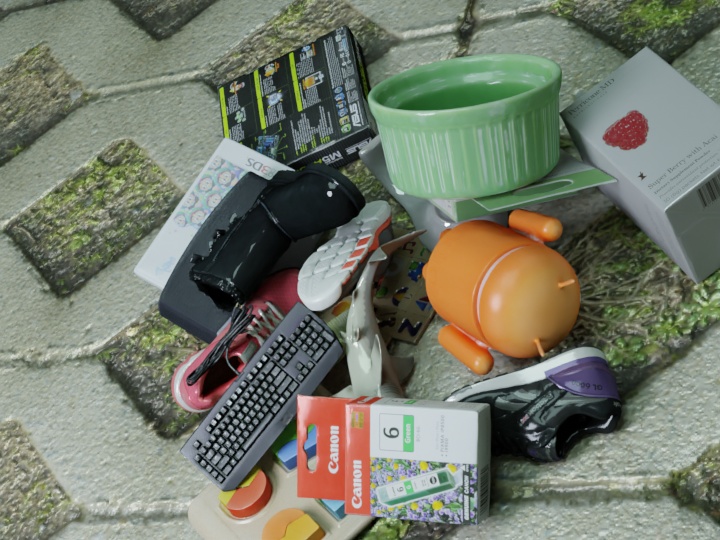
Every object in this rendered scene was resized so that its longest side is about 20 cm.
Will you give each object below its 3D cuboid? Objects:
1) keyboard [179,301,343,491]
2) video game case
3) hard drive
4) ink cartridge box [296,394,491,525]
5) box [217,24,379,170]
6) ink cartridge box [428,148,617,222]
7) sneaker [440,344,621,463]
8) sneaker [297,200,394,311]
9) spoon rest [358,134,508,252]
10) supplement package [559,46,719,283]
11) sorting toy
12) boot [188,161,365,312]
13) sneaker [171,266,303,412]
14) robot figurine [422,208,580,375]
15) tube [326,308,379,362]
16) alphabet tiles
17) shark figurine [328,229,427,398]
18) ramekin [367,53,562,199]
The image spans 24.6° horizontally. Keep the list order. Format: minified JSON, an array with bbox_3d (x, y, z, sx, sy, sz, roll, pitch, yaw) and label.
[{"bbox_3d":[-0.118,0.115,1.700,0.127,0.021,0.200,39,92,20],"label":"keyboard"},{"bbox_3d":[-0.147,-0.043,1.930,0.181,0.024,0.201,27,77,32],"label":"video game case"},{"bbox_3d":[-0.136,-0.013,1.869,0.134,0.042,0.201,27,77,32],"label":"hard drive"},{"bbox_3d":[0.024,0.179,1.580,0.198,0.050,0.110,2,96,19],"label":"ink cartridge box"},{"bbox_3d":[-0.079,-0.191,2.037,0.192,0.048,0.201,-26,45,14],"label":"box"},{"bbox_3d":[0.162,-0.085,1.707,0.144,0.048,0.200,-14,23,-14],"label":"ink cartridge box"},{"bbox_3d":[0.153,0.148,1.579,0.199,0.076,0.088,-25,50,12],"label":"sneaker"},{"bbox_3d":[0.000,0.000,1.755,0.076,0.082,0.200,-11,25,29],"label":"sneaker"},{"bbox_3d":[0.081,-0.079,1.837,0.099,0.061,0.200,-40,55,-15],"label":"spoon rest"},{"bbox_3d":[0.313,-0.109,1.660,0.121,0.120,0.200,-37,43,-1],"label":"supplement package"},{"bbox_3d":[-0.067,0.224,1.677,0.200,0.037,0.185,-45,44,-9],"label":"sorting toy"},{"bbox_3d":[-0.093,-0.033,1.752,0.163,0.073,0.198,-50,23,-18],"label":"boot"},{"bbox_3d":[-0.116,0.080,1.774,0.200,0.074,0.087,-47,13,-10],"label":"sneaker"},{"bbox_3d":[0.142,0.020,1.652,0.143,0.117,0.200,-30,28,-19],"label":"robot figurine"},{"bbox_3d":[-0.065,0.107,1.765,0.200,0.052,0.058,-40,62,-3],"label":"tube"},{"bbox_3d":[0.008,0.020,1.827,0.199,0.006,0.167,13,62,39],"label":"alphabet tiles"},{"bbox_3d":[0.026,0.072,1.695,0.128,0.089,0.217,-12,80,52],"label":"shark figurine"},{"bbox_3d":[0.112,-0.146,1.684,0.198,0.099,0.200,-9,21,3],"label":"ramekin"}]
